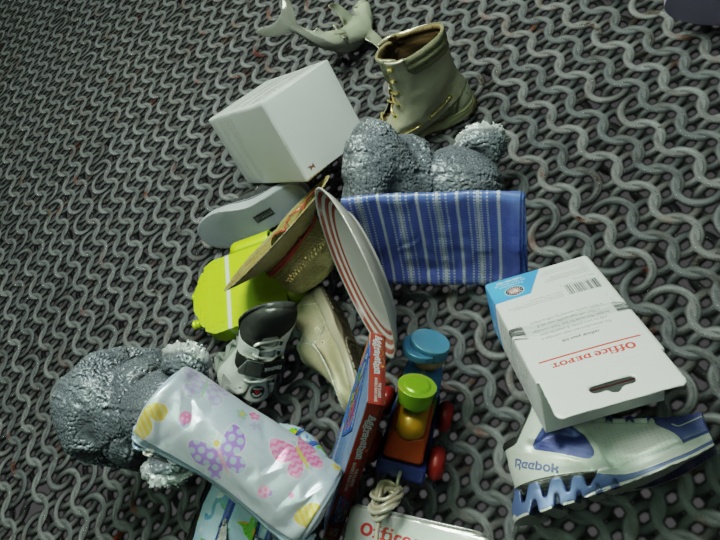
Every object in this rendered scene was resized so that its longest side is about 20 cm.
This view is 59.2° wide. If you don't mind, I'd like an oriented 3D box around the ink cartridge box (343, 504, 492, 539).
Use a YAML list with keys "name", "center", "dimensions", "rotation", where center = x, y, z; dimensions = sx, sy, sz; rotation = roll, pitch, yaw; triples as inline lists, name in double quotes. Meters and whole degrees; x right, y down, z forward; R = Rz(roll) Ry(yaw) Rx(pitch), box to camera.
- name: "ink cartridge box"
  center: [0.046, 0.341, 0.595]
  dimensions: [0.145, 0.084, 0.201]
  rotation: [2, 65, 29]

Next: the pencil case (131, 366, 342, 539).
- name: "pencil case"
  center: [-0.115, 0.175, 0.601]
  dimensions: [0.199, 0.091, 0.083]
  rotation: [31, 123, 3]

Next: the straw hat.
- name: "straw hat"
  center: [-0.076, -0.022, 0.814]
  dimensions: [0.201, 0.085, 0.201]
  rotation: [-44, 13, 13]

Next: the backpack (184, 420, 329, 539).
- name: "backpack"
  center: [-0.114, 0.263, 0.688]
  dimensions: [0.153, 0.163, 0.201]
  rotation: [-1, 61, 8]

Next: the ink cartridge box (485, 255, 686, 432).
- name: "ink cartridge box"
  center: [0.206, 0.077, 0.606]
  dimensions: [0.115, 0.068, 0.200]
  rotation: [-16, 32, 3]

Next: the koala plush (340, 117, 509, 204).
- name: "koala plush"
  center: [0.084, -0.103, 0.778]
  dimensions: [0.199, 0.184, 0.178]
  rotation: [5, 76, 8]

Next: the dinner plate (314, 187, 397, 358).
- name: "dinner plate"
  center: [0.000, 0.000, 0.688]
  dimensions: [0.024, 0.201, 0.201]
  rotation: [-24, 53, -8]

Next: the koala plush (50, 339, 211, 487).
- name: "koala plush"
  center: [-0.239, 0.165, 0.734]
  dimensions: [0.199, 0.183, 0.178]
  rotation: [-5, 72, 46]

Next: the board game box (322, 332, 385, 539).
- name: "board game box"
  center: [-0.007, 0.173, 0.650]
  dimensions: [0.019, 0.201, 0.103]
  rotation: [12, 32, -6]

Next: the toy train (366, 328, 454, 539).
- name: "toy train"
  center: [0.048, 0.154, 0.623]
  dimensions: [0.084, 0.116, 0.200]
  rotation: [13, 31, 9]

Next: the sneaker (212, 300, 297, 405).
- name: "sneaker"
  center: [-0.123, 0.112, 0.784]
  dimensions: [0.200, 0.074, 0.089]
  rotation: [-53, 47, 45]

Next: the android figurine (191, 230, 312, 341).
- name: "android figurine"
  center: [-0.155, 0.028, 0.899]
  dimensions: [0.199, 0.041, 0.183]
  rotation: [-21, 57, 13]

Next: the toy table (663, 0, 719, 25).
- name: "toy table"
  center: [0.458, -0.366, 0.715]
  dimensions: [0.199, 0.184, 0.118]
  rotation: [6, 83, 17]

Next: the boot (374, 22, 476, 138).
- name: "boot"
  center: [0.046, -0.235, 0.864]
  dimensions: [0.199, 0.155, 0.072]
  rotation: [-26, 55, 13]

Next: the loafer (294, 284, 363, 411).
- name: "loafer"
  center: [-0.036, 0.105, 0.779]
  dimensions: [0.068, 0.076, 0.200]
  rotation: [-35, 44, 9]

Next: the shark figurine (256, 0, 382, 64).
- name: "shark figurine"
  center: [-0.050, -0.370, 1.026]
  dimensions: [0.128, 0.214, 0.089]
  rotation: [59, 141, 9]

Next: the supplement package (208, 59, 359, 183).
- name: "supplement package"
  center: [-0.108, -0.202, 0.894]
  dimensions: [0.117, 0.117, 0.200]
  rotation: [-40, 25, -22]

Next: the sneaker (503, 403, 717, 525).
- name: "sneaker"
  center: [0.220, 0.157, 0.606]
  dimensions: [0.199, 0.081, 0.116]
  rotation: [-26, 57, 16]

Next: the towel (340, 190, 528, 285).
- name: "towel"
  center: [0.087, -0.030, 0.718]
  dimensions: [0.199, 0.145, 0.024]
  rotation: [0, 48, 14]

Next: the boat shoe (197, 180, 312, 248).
- name: "boat shoe"
  center: [-0.157, -0.096, 0.957]
  dimensions: [0.199, 0.070, 0.066]
  rotation: [-24, 29, 25]
